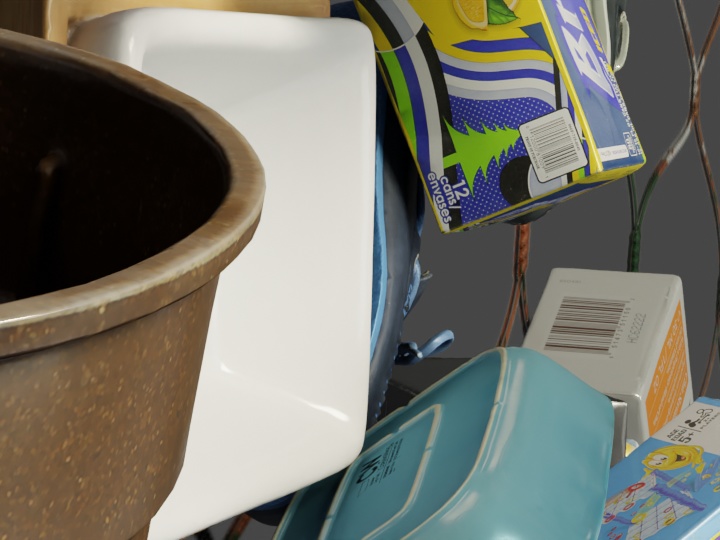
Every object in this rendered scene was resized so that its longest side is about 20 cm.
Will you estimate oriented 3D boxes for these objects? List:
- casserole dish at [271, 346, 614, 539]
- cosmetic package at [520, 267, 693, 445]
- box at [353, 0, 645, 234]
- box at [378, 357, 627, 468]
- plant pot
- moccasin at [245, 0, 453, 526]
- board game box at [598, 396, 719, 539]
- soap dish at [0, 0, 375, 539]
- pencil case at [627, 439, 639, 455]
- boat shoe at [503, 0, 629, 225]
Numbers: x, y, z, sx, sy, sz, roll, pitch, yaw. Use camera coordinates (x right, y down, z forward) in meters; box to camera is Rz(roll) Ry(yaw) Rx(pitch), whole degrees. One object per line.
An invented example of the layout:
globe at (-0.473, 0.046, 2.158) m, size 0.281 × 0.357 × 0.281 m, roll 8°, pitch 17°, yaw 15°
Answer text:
casserole dish at (0.016, 0.077, 0.749) m, size 0.039 × 0.121 × 0.200 m, roll 53°, pitch 16°, yaw -7°
cosmetic package at (0.130, 0.108, 1.298) m, size 0.101 × 0.071 × 0.200 m, roll -64°, pitch 151°, yaw -48°
box at (0.031, -0.117, 0.881) m, size 0.200 × 0.064 × 0.070 m, roll 70°, pitch 20°, yaw 2°
box at (0.038, 0.138, 0.940) m, size 0.141 × 0.079 × 0.200 m, roll -165°, pitch -104°, yaw -71°
plant pot at (-0.124, 0.070, 0.417) m, size 0.200 × 0.200 × 0.198 m, roll -37°, pitch 136°, yaw -65°
moccasin at (0.000, 0.000, 0.889) m, size 0.068 × 0.080 × 0.200 m, roll 44°, pitch 52°, yaw -50°
board game box at (0.090, 0.176, 0.780) m, size 0.200 × 0.056 × 0.196 m, roll -35°, pitch 115°, yaw -26°
soap dish at (-0.062, -0.003, 0.717) m, size 0.200 × 0.081 × 0.158 m, roll -13°, pitch 106°, yaw -70°
pencil case at (0.078, 0.164, 1.130) m, size 0.083 × 0.091 × 0.200 m, roll 69°, pitch 32°, yaw -50°
boat shoe at (0.088, -0.099, 1.138) m, size 0.060 × 0.076 × 0.200 m, roll 57°, pitch 41°, yaw -51°
